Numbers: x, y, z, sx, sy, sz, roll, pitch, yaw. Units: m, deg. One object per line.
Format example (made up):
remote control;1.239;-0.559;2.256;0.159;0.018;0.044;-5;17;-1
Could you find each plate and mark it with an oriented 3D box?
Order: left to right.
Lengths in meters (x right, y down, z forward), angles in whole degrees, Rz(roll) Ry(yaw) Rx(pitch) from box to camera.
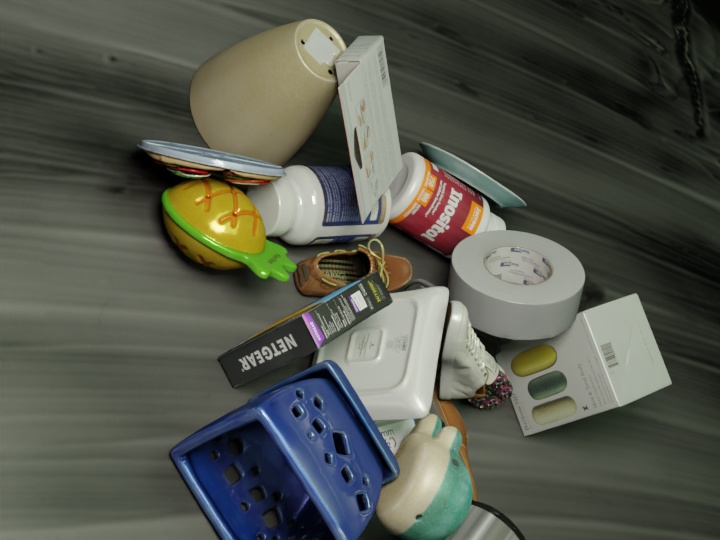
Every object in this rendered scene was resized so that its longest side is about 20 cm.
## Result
plate;0.013;0.108;1.549;0.032;0.198;0.201;51;42;-45
plate;0.173;-0.144;1.826;0.199;0.200;0.026;31;92;-26

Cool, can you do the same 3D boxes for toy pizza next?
toy pizza;-0.195;-0.137;1.503;0.199;0.199;0.032;6;100;-38

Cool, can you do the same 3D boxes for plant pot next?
plant pot;-0.110;-0.262;1.605;0.186;0.199;0.189;17;60;-33
plant pot;-0.080;0.236;1.416;0.201;0.199;0.179;58;41;-3

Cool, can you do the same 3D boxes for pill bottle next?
pill bottle;-0.061;-0.094;1.631;0.199;0.111;0.112;-4;74;-41
pill bottle;0.127;-0.090;1.788;0.199;0.113;0.114;29;55;-27

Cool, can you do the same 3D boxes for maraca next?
maraca;-0.172;-0.049;1.504;0.199;0.107;0.137;33;23;-1

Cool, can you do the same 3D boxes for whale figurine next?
whale figurine;0.089;0.268;1.473;0.103;0.160;0.200;34;19;-8

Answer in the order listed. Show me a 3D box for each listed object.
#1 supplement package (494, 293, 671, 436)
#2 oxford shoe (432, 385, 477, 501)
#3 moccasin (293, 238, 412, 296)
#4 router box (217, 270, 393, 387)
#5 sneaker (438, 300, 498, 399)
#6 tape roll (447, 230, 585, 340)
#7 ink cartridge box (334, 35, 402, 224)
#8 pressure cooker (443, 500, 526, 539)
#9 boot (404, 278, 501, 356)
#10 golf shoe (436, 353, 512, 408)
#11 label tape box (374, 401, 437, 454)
supplement package;0.346;0.150;1.804;0.150;0.199;0.153;-13;80;-42
oxford shoe;0.136;0.259;1.671;0.071;0.071;0.202;-5;73;-45
moccasin;0.000;-0.002;1.664;0.200;0.077;0.075;7;67;-38
router box;-0.072;0.077;1.484;0.149;0.199;0.051;-30;92;-44
sneaker;0.152;0.110;1.595;0.084;0.201;0.073;4;54;5
tape roll;0.229;0.019;1.700;0.198;0.067;0.201;3;33;-2
ink cartridge box;0.000;-0.190;1.546;0.174;0.043;0.202;-55;142;-51
pressure cooker;0.116;0.423;1.506;0.177;0.178;0.200;56;43;-5
boot;0.146;0.040;1.790;0.199;0.069;0.133;37;44;-29
golf shoe;0.158;0.138;1.739;0.199;0.072;0.093;36;24;-35
label tape box;0.038;0.214;1.610;0.142;0.066;0.202;-7;77;-42
